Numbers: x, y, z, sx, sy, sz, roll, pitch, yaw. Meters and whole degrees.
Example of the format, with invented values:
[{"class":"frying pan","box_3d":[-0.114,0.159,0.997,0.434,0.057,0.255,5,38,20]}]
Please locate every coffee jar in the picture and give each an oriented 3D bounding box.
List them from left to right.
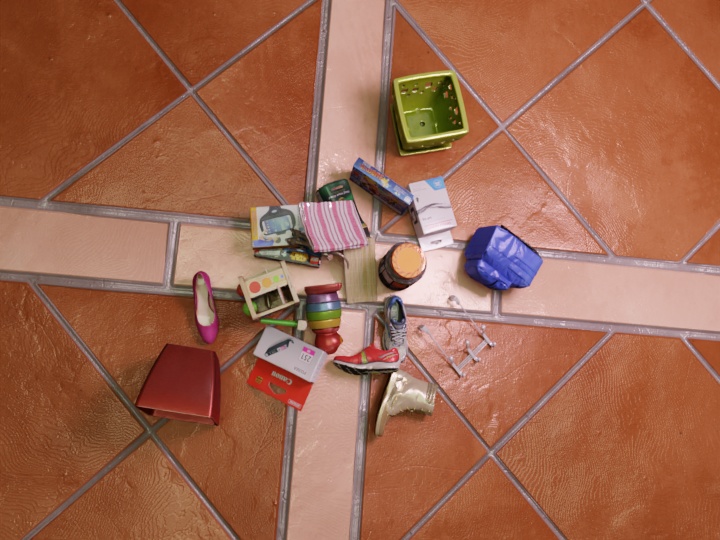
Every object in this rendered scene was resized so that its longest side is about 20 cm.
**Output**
[{"class":"coffee jar","box_3d":[-0.050,-0.163,1.769,0.103,0.085,0.202,-22,85,-25]}]

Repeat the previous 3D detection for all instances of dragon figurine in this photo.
[{"class":"dragon figurine","box_3d":[-0.117,-0.067,1.691,0.199,0.099,0.060,23,86,-37]}]

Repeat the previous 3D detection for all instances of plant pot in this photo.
[{"class":"plant pot","box_3d":[-0.470,0.306,1.611,0.197,0.200,0.179,10,68,-5]},{"class":"plant pot","box_3d":[0.194,-0.461,1.797,0.197,0.182,0.202,-11,82,-7]}]

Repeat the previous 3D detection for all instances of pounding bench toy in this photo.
[{"class":"pounding bench toy","box_3d":[-0.253,0.099,1.690,0.154,0.124,0.202,-21,84,-9]}]

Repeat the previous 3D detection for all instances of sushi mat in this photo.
[{"class":"sushi mat","box_3d":[0.000,0.000,1.743,0.094,0.012,0.203,-6,111,-6]}]

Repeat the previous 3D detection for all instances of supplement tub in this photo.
[{"class":"supplement tub","box_3d":[0.121,-0.013,1.710,0.121,0.200,0.125,1,81,-7]}]

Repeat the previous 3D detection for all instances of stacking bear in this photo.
[{"class":"stacking bear","box_3d":[-0.099,0.142,1.713,0.112,0.121,0.203,-6,90,-1]}]

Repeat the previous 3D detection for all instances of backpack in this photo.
[{"class":"backpack","box_3d":[0.422,-0.022,1.771,0.198,0.162,0.169,29,88,-14]}]

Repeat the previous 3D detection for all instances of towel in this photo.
[{"class":"towel","box_3d":[-0.072,-0.127,1.652,0.198,0.030,0.148,-8,71,-39]}]

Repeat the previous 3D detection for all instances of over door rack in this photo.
[{"class":"over door rack","box_3d":[0.291,0.194,1.766,0.147,0.067,0.200,-40,88,-11]}]

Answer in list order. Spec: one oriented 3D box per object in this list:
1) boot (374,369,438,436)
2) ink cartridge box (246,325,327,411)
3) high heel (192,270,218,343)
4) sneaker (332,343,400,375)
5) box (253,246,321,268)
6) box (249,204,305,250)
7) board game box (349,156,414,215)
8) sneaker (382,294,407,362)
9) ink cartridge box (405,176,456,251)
[{"class":"boot","box_3d":[0.131,0.399,1.713,0.154,0.073,0.202,21,74,0]},{"class":"ink cartridge box","box_3d":[-0.215,0.272,1.675,0.198,0.044,0.175,21,78,21]},{"class":"high heel","box_3d":[-0.440,0.104,1.683,0.066,0.096,0.203,-2,81,-7]},{"class":"sneaker","box_3d":[0.018,0.253,1.720,0.197,0.077,0.086,0,63,9]},{"class":"box","box_3d":[-0.207,-0.091,1.767,0.197,0.040,0.139,10,79,-5]},{"class":"box","box_3d":[-0.219,-0.128,1.732,0.197,0.041,0.121,-5,82,-5]},{"class":"board game box","box_3d":[0.061,-0.247,1.773,0.199,0.135,0.035,35,80,-1]},{"class":"sneaker","box_3d":[0.102,0.170,1.739,0.076,0.085,0.203,-5,83,-7]},{"class":"ink cartridge box","box_3d":[0.217,-0.171,1.809,0.114,0.067,0.203,-15,83,-14]}]
